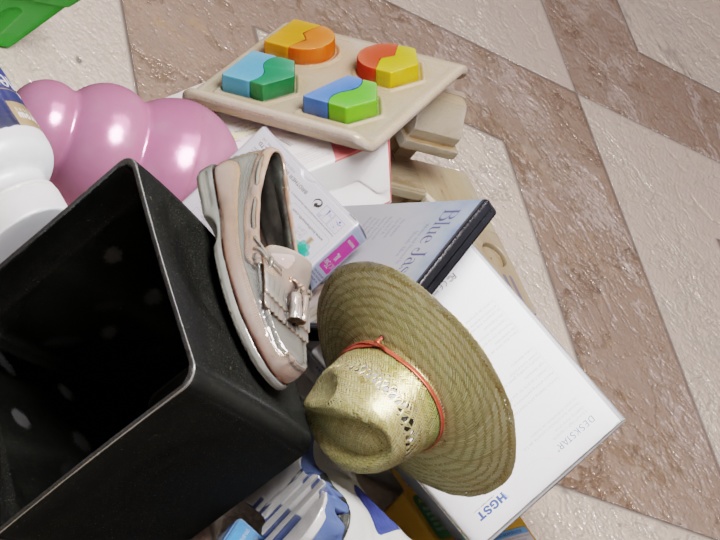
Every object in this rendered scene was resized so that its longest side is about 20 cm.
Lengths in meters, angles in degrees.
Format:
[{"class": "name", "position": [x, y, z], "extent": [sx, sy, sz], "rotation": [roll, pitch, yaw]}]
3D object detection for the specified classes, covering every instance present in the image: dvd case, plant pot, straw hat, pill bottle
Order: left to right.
[{"class": "pill bottle", "position": [-0.300, -0.097, 1.618], "extent": [0.111, 0.111, 0.201], "rotation": [-7, 57, -53]}, {"class": "plant pot", "position": [-0.151, 0.080, 1.512], "extent": [0.177, 0.199, 0.201], "rotation": [30, 30, -46]}, {"class": "dvd case", "position": [0.000, 0.000, 1.667], "extent": [0.143, 0.199, 0.018], "rotation": [-50, 118, -27]}, {"class": "straw hat", "position": [0.010, 0.098, 1.528], "extent": [0.085, 0.201, 0.201], "rotation": [-33, 77, -33]}]

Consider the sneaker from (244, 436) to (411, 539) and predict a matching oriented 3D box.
[{"class": "sneaker", "position": [-0.017, 0.187, 1.557], "extent": [0.115, 0.081, 0.200], "rotation": [44, 10, -18]}]

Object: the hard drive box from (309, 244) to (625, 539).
[{"class": "hard drive box", "position": [0.080, 0.095, 1.670], "extent": [0.200, 0.156, 0.077], "rotation": [50, -9, 8]}]

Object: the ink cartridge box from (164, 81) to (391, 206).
[{"class": "ink cartridge box", "position": [-0.079, -0.102, 1.846], "extent": [0.116, 0.068, 0.200], "rotation": [-24, 37, -31]}]

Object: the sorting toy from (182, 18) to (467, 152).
[{"class": "sorting toy", "position": [-0.028, -0.167, 1.851], "extent": [0.184, 0.037, 0.200], "rotation": [16, 31, 24]}]

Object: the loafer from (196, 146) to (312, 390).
[{"class": "loafer", "position": [-0.065, -0.010, 1.501], "extent": [0.072, 0.063, 0.201], "rotation": [49, 16, -48]}]

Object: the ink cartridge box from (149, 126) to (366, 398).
[{"class": "ink cartridge box", "position": [-0.106, -0.002, 1.669], "extent": [0.119, 0.200, 0.042], "rotation": [46, -4, 23]}]

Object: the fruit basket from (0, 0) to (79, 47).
[{"class": "fruit basket", "position": [-0.318, -0.300, 1.763], "extent": [0.215, 0.216, 0.156], "rotation": [5, 46, -46]}]

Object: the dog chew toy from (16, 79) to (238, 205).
[{"class": "dog chew toy", "position": [-0.199, -0.094, 1.734], "extent": [0.199, 0.125, 0.125], "rotation": [19, 37, -21]}]

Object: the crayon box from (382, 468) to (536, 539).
[{"class": "crayon box", "position": [0.092, 0.237, 1.725], "extent": [0.125, 0.052, 0.201], "rotation": [-5, 56, -52]}]

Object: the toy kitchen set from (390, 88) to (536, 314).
[{"class": "toy kitchen set", "position": [0.060, -0.045, 1.927], "extent": [0.199, 0.163, 0.181], "rotation": [11, 43, -42]}]

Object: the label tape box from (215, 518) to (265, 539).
[{"class": "label tape box", "position": [-0.049, 0.287, 1.485], "extent": [0.200, 0.066, 0.143], "rotation": [43, 29, -4]}]

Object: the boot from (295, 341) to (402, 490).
[{"class": "boot", "position": [0.007, 0.096, 1.755], "extent": [0.199, 0.096, 0.074], "rotation": [36, 31, -13]}]
